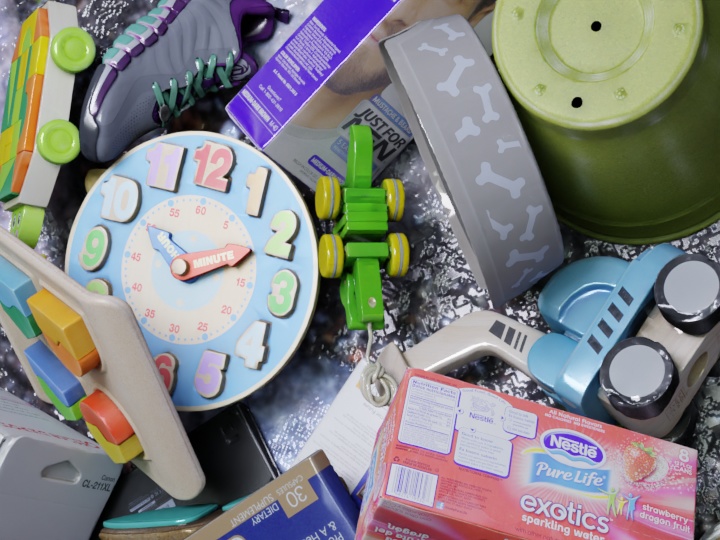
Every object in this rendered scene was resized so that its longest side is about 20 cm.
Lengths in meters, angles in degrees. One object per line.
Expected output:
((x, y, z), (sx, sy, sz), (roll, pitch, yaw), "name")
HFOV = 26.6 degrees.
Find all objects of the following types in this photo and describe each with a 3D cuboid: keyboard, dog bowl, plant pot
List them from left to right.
((-0.162, 0.162, 1.153), (0.199, 0.021, 0.128), (-33, 73, 11), "keyboard")
((0.073, -0.075, 0.994), (0.058, 0.200, 0.201), (-24, 73, 2), "dog bowl")
((0.170, -0.134, 0.994), (0.198, 0.193, 0.203), (-3, 79, 18), "plant pot")

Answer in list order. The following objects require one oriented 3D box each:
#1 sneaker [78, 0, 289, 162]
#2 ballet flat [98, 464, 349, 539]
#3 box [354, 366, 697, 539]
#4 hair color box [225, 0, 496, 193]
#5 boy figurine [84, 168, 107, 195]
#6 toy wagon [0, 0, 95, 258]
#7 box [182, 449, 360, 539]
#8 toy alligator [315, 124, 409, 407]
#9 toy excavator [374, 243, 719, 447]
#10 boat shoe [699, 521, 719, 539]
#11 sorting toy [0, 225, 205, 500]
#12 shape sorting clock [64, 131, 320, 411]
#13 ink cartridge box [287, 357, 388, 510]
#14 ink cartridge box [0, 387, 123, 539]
((-0.130, -0.150, 1.131), (0.087, 0.075, 0.201), (22, 57, 14), "sneaker")
((-0.094, 0.193, 1.073), (0.198, 0.068, 0.073), (-16, 88, 19), "ballet flat")
((0.104, 0.150, 0.967), (0.198, 0.095, 0.103), (16, 52, -4), "box")
((0.012, -0.149, 1.091), (0.200, 0.109, 0.065), (-48, 50, 6), "hair color box")
((-0.135, -0.010, 1.149), (0.199, 0.064, 0.125), (32, 93, 22), "boy figurine")
((-0.248, -0.101, 1.164), (0.039, 0.155, 0.202), (10, 83, -23), "toy wagon")
((-0.023, 0.236, 1.007), (0.121, 0.032, 0.201), (-34, 86, 15), "box")
((0.000, 0.000, 1.063), (0.059, 0.054, 0.202), (0, 76, -14), "toy alligator")
((0.133, 0.052, 1.026), (0.199, 0.100, 0.195), (30, 81, 33), "toy excavator")
((0.303, 0.152, 0.963), (0.199, 0.070, 0.071), (-24, 74, 14), "boat shoe")
((-0.204, 0.064, 1.078), (0.036, 0.186, 0.199), (-38, 40, -27), "sorting toy")
((-0.124, 0.000, 1.091), (0.198, 0.039, 0.202), (-2, 82, 17), "shape sorting clock")
((-0.013, 0.171, 1.090), (0.094, 0.037, 0.201), (35, 91, 22), "ink cartridge box")
((-0.298, 0.128, 1.123), (0.199, 0.146, 0.083), (24, 88, 30), "ink cartridge box")
